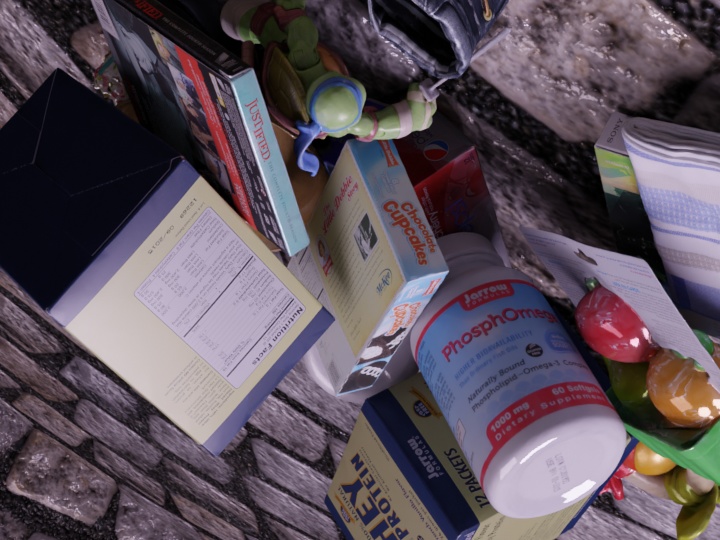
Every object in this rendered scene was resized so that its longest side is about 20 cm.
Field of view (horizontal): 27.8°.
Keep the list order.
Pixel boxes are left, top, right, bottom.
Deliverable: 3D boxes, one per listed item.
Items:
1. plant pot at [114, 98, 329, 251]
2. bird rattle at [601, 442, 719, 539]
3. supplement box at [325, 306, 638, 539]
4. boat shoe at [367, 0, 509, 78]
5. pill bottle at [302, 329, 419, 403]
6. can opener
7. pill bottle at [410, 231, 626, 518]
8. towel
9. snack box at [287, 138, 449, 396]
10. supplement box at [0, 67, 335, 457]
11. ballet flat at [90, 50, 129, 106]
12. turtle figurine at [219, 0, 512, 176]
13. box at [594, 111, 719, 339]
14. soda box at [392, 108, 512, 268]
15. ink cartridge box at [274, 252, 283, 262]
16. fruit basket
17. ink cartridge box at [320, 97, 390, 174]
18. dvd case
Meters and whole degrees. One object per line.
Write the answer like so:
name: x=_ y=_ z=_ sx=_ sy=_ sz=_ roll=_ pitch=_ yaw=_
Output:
plant pot: x=-0.115 y=-0.081 z=1.146 sx=0.198 sy=0.028 sz=0.201 roll=9 pitch=147 yaw=6
bird rattle: x=0.259 y=0.158 z=1.301 sx=0.199 sy=0.112 sz=0.164 roll=32 pitch=150 yaw=38
supplement box: x=0.100 y=0.169 z=1.242 sx=0.135 sy=0.199 sz=0.201 roll=54 pitch=151 yaw=23
boat shoe: x=0.019 y=-0.206 z=0.839 sx=0.071 sy=0.091 sz=0.200 roll=-8 pitch=136 yaw=48
pill bottle: x=-0.005 y=0.043 z=1.292 sx=0.109 sy=0.110 sz=0.200 roll=37 pitch=-176 yaw=-9
can opener: x=-0.099 y=-0.156 z=1.124 sx=0.199 sy=0.079 sz=0.063 roll=37 pitch=150 yaw=-11
pill bottle: x=0.102 y=0.069 z=1.052 sx=0.201 sy=0.108 sz=0.109 roll=62 pitch=178 yaw=38
towel: x=0.246 y=-0.016 z=0.923 sx=0.146 sy=0.024 sz=0.200 roll=19 pitch=154 yaw=33
snack box: x=0.000 y=0.000 z=1.081 sx=0.117 sy=0.037 sz=0.200 roll=67 pitch=155 yaw=20
supplement box: x=-0.161 y=-0.007 z=1.046 sx=0.200 sy=0.134 sz=0.200 roll=35 pitch=170 yaw=46
ballet flat: x=-0.156 y=-0.113 z=1.194 sx=0.201 sy=0.064 sz=0.076 roll=58 pitch=-176 yaw=-42
turtle figurine: x=-0.008 y=-0.161 z=0.998 sx=0.143 sy=0.202 sz=0.194 roll=19 pitch=-174 yaw=-27
box: x=0.243 y=-0.018 z=0.998 sx=0.143 sy=0.036 sz=0.201 roll=20 pitch=153 yaw=29
soda box: x=0.066 y=-0.034 z=1.136 sx=0.063 sy=0.070 sz=0.201 roll=50 pitch=170 yaw=38
ink cartridge box: x=-0.169 y=-0.048 z=1.420 sx=0.146 sy=0.086 sz=0.200 roll=24 pitch=157 yaw=22
fruit basket: x=0.209 y=0.050 z=1.016 sx=0.201 sy=0.093 sz=0.185 roll=57 pitch=169 yaw=-17
ink cartridge box: x=-0.030 y=-0.086 z=1.216 sx=0.197 sy=0.044 sz=0.201 roll=22 pitch=154 yaw=28
dvd case: x=-0.112 y=-0.110 z=0.964 sx=0.200 sy=0.022 sz=0.147 roll=37 pitch=154 yaw=43
